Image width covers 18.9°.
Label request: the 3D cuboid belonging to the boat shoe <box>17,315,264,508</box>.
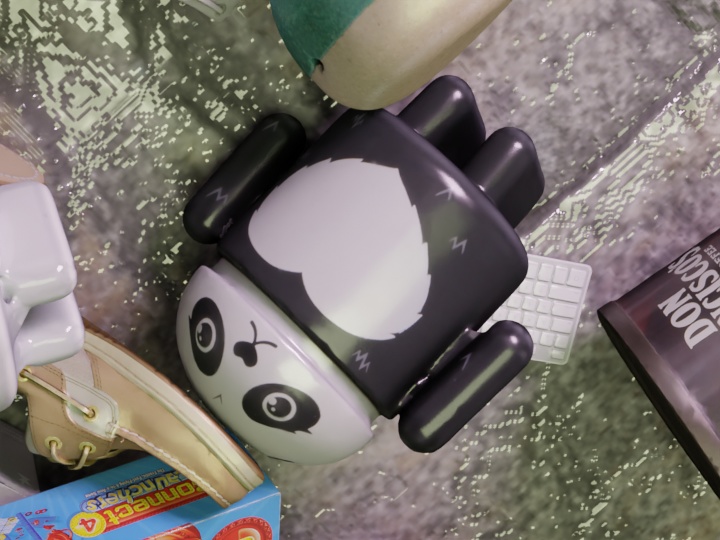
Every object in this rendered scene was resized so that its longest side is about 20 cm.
[{"bbox_3d":[-0.139,0.061,1.043,0.200,0.074,0.067,34,81,11],"label":"boat shoe"}]

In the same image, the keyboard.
[{"bbox_3d":[0.024,0.007,1.129,0.199,0.011,0.057,10,108,-17],"label":"keyboard"}]

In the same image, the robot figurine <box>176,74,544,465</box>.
[{"bbox_3d":[0.001,0.000,1.049,0.200,0.150,0.125,-46,122,-5],"label":"robot figurine"}]

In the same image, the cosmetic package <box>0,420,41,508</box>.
[{"bbox_3d":[-0.257,0.152,1.082,0.107,0.090,0.200,33,98,-23],"label":"cosmetic package"}]

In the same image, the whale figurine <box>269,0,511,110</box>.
[{"bbox_3d":[0.039,-0.167,1.003,0.104,0.159,0.200,46,72,0],"label":"whale figurine"}]

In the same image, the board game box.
[{"bbox_3d":[-0.140,0.198,1.085,0.195,0.056,0.201,-17,131,-26],"label":"board game box"}]

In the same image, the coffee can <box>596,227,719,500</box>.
[{"bbox_3d":[0.244,0.024,1.113,0.200,0.146,0.147,-35,115,1],"label":"coffee can"}]

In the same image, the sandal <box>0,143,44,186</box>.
[{"bbox_3d":[-0.227,-0.109,0.990,0.211,0.078,0.070,26,102,-15],"label":"sandal"}]

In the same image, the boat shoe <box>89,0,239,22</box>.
[{"bbox_3d":[-0.111,-0.151,0.964,0.199,0.074,0.066,13,114,-49],"label":"boat shoe"}]

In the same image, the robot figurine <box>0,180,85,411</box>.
[{"bbox_3d":[-0.224,0.020,0.946,0.199,0.113,0.170,-14,136,-12],"label":"robot figurine"}]
